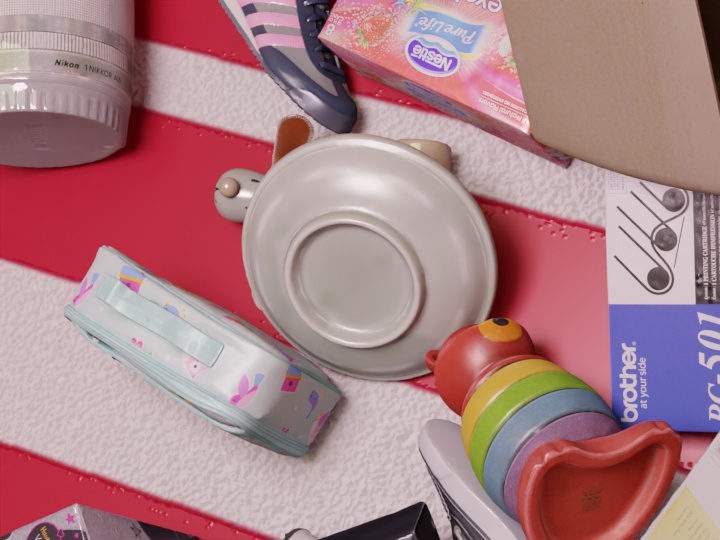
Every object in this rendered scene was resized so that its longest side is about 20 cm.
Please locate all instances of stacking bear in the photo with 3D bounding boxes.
[{"bbox_3d":[0.119,0.106,1.490,0.200,0.121,0.114,-128,37,-48],"label":"stacking bear"}]

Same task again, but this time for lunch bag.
[{"bbox_3d":[-0.125,0.062,1.591,0.199,0.160,0.077,29,88,26],"label":"lunch bag"}]

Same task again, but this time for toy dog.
[{"bbox_3d":[-0.027,-0.057,1.615,0.199,0.096,0.133,-19,69,18],"label":"toy dog"}]

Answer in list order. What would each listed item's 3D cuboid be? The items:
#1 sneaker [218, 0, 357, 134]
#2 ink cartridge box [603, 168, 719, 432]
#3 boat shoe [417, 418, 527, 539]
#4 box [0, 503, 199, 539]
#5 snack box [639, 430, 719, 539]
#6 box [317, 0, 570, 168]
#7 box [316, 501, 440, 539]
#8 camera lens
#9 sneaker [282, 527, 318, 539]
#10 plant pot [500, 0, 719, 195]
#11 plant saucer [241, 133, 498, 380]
[{"bbox_3d":[-0.048,-0.199,1.673,0.082,0.070,0.200,-42,65,17],"label":"sneaker"},{"bbox_3d":[0.224,0.012,1.486,0.094,0.044,0.201,-1,95,23],"label":"ink cartridge box"},{"bbox_3d":[0.096,0.193,1.516,0.200,0.072,0.068,50,121,31],"label":"boat shoe"},{"bbox_3d":[-0.190,0.259,1.545,0.114,0.200,0.133,-23,69,14],"label":"box"},{"bbox_3d":[0.247,0.198,1.400,0.116,0.037,0.200,53,139,26],"label":"snack box"},{"bbox_3d":[0.083,-0.169,1.598,0.199,0.095,0.103,28,89,27],"label":"box"},{"bbox_3d":[-0.015,0.291,1.454,0.198,0.123,0.201,-21,92,5],"label":"box"},{"bbox_3d":[-0.264,-0.201,1.719,0.159,0.160,0.201,-7,74,21],"label":"camera lens"},{"bbox_3d":[-0.043,0.296,1.547,0.090,0.066,0.201,14,80,28],"label":"sneaker"},{"bbox_3d":[0.209,-0.172,1.430,0.176,0.200,0.201,-1,112,41],"label":"plant pot"},{"bbox_3d":[0.000,0.000,1.554,0.199,0.050,0.201,8,117,16],"label":"plant saucer"}]
